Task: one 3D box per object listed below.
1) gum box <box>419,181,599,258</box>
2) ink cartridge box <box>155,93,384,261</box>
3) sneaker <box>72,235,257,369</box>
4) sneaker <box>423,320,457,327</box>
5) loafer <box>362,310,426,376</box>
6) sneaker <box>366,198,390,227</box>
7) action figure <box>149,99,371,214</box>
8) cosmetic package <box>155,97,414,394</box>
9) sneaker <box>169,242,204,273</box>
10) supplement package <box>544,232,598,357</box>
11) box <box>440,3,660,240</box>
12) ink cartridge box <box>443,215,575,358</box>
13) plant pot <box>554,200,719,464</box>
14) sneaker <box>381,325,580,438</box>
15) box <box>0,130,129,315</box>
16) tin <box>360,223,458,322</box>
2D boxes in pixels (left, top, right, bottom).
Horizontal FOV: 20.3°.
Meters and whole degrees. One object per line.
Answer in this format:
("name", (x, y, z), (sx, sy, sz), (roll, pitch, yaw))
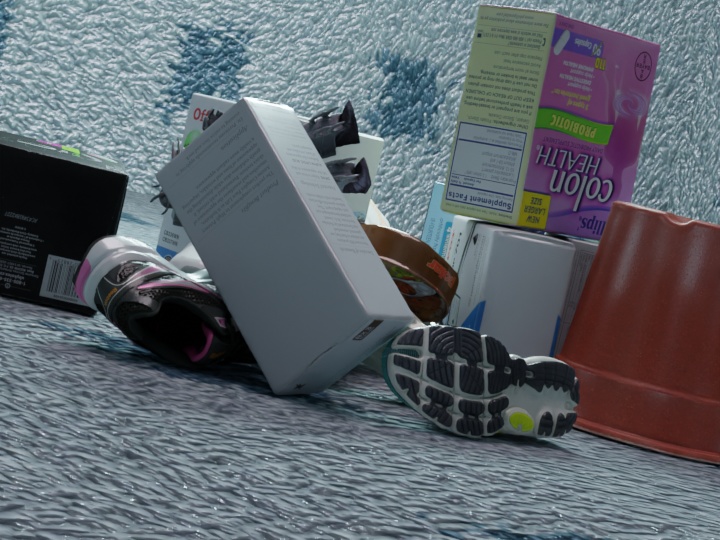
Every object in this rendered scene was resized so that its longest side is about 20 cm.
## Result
("gum box", (0.152, 0.015, 2.069), (0.199, 0.171, 0.045), (13, 3, 2))
("ink cartridge box", (-0.093, -0.056, 1.963), (0.145, 0.201, 0.146), (11, 4, -36))
("sneaker", (-0.119, 0.044, 1.490), (0.199, 0.081, 0.086), (13, 26, -41))
("sneaker", (0.043, 0.045, 1.860), (0.076, 0.084, 0.200), (12, 4, -23))
("loafer", (0.002, 0.036, 1.572), (0.200, 0.072, 0.063), (43, -5, -15))
("sneaker", (0.016, -0.015, 2.050), (0.074, 0.201, 0.080), (-36, -16, 30))
("action figure", (-0.095, -0.090, 1.824), (0.199, 0.131, 0.069), (-15, -14, -4))
("cosmetic package", (-0.057, -0.018, 1.476), (0.074, 0.102, 0.201), (3, 53, -59))
("sneaker", (-0.104, -0.027, 1.655), (0.070, 0.081, 0.200), (17, 16, 13))
("supplement package", (0.269, 0.060, 1.960), (0.199, 0.152, 0.152), (13, 3, -5))
("box", (0.183, -0.138, 1.924), (0.096, 0.201, 0.175), (14, 4, 42))
("ink cartridge box", (0.130, 0.031, 1.905), (0.085, 0.147, 0.200), (11, 3, -10))
("plant pot", (0.269, 0.050, 1.761), (0.200, 0.196, 0.201), (14, 3, -1))
("sneaker", (0.081, 0.092, 1.511), (0.079, 0.078, 0.200), (-3, -17, 43))
("box", (-0.283, -0.047, 1.716), (0.148, 0.125, 0.200), (14, 5, -10))
("tin", (0.000, 0.000, 1.790), (0.199, 0.042, 0.112), (3, -26, 44))
